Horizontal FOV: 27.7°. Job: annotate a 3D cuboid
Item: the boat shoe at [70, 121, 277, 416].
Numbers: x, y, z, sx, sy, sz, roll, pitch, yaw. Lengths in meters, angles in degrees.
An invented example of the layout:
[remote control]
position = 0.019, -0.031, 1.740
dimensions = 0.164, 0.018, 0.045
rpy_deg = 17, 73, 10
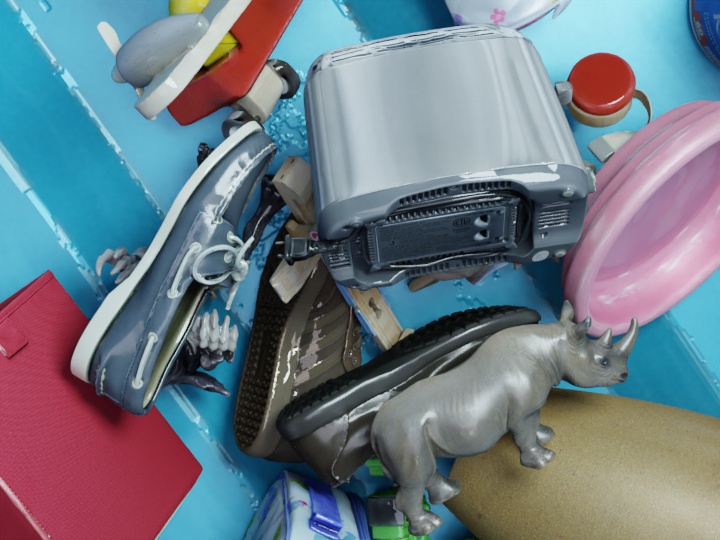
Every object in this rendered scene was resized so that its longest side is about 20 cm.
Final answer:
[boat shoe]
position = -0.106, -0.001, 0.929
dimensions = 0.062, 0.075, 0.200
rpy_deg = 33, 82, 12

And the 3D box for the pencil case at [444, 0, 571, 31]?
[pencil case]
position = 0.071, -0.256, 0.998
dimensions = 0.091, 0.083, 0.200
rpy_deg = -22, 101, 21

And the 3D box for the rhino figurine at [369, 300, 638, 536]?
[rhino figurine]
position = 0.096, 0.084, 0.948
dimensions = 0.200, 0.060, 0.088
rpy_deg = -31, 103, -3

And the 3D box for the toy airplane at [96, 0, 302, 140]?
[toy airplane]
position = -0.084, -0.184, 0.938
dimensions = 0.141, 0.200, 0.199
rpy_deg = 32, 96, -4

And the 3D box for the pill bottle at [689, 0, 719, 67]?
[pill bottle]
position = 0.299, -0.179, 0.967
dimensions = 0.112, 0.200, 0.112
rpy_deg = -1, 98, -4

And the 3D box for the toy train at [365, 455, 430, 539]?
[toy train]
position = 0.027, 0.184, 1.054
dimensions = 0.042, 0.056, 0.200
rpy_deg = -5, 87, 18

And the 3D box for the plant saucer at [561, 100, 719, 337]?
[plant saucer]
position = 0.211, -0.042, 1.006
dimensions = 0.201, 0.201, 0.051
rpy_deg = -44, 61, 3

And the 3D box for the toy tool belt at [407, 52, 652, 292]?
[toy tool belt]
position = 0.108, -0.063, 1.028
dimensions = 0.200, 0.123, 0.125
rpy_deg = -36, 67, -6

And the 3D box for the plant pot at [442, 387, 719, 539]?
[plant pot]
position = 0.165, 0.160, 1.031
dimensions = 0.200, 0.186, 0.187
rpy_deg = 24, 96, 7

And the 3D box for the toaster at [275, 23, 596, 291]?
[toaster]
position = 0.041, -0.071, 0.913
dimensions = 0.200, 0.114, 0.129
rpy_deg = -10, 62, 0

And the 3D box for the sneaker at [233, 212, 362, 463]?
[sneaker]
position = -0.033, 0.041, 1.052
dimensions = 0.075, 0.070, 0.200
rpy_deg = 15, 94, -33

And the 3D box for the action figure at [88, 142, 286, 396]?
[action figure]
position = -0.125, 0.015, 1.014
dimensions = 0.119, 0.102, 0.200
rpy_deg = 27, 95, 7

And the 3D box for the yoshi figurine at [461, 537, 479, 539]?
[yoshi figurine]
position = 0.134, 0.283, 1.071
dimensions = 0.200, 0.112, 0.112
rpy_deg = 36, 101, -5

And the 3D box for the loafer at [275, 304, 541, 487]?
[loafer]
position = 0.041, 0.086, 1.009
dimensions = 0.200, 0.073, 0.071
rpy_deg = -26, 98, -10

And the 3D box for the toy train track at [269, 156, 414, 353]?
[toy train track]
position = 0.000, 0.000, 1.003
dimensions = 0.115, 0.033, 0.200
rpy_deg = -59, 138, -28

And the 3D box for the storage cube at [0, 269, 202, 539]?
[storage cube]
position = -0.242, 0.138, 0.962
dimensions = 0.171, 0.200, 0.180
rpy_deg = -32, 100, 25

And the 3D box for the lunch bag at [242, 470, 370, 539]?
[lunch bag]
position = -0.049, 0.230, 1.000
dimensions = 0.082, 0.200, 0.161
rpy_deg = 21, 95, -8
